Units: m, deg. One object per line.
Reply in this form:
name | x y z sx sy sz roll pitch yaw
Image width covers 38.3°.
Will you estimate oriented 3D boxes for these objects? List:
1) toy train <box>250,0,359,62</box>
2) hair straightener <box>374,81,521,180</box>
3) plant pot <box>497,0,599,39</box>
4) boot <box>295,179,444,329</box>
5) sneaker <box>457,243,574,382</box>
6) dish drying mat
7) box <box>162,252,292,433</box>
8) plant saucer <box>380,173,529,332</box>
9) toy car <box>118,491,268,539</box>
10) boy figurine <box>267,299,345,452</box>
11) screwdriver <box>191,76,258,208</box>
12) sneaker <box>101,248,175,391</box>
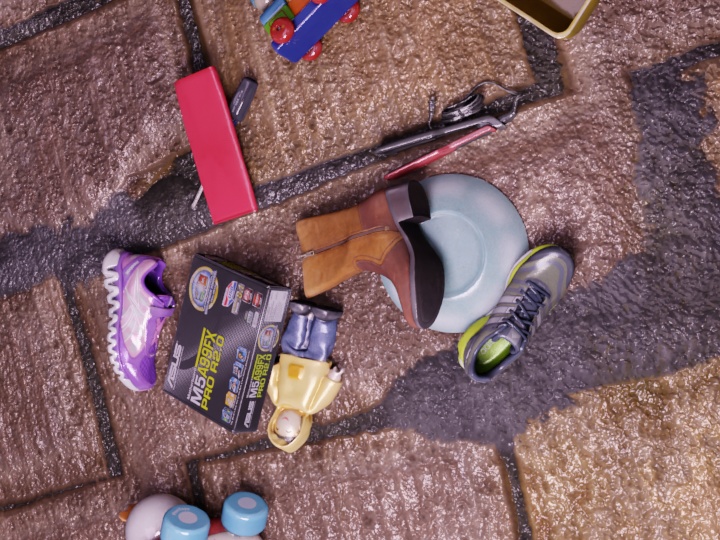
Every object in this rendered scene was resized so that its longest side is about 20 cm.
toy train | -0.051 -0.375 1.329 0.200 0.085 0.116 -42 65 17
hair straightener | 0.106 -0.184 1.291 0.199 0.041 0.077 -24 84 20
plant pot | 0.217 -0.381 1.168 0.200 0.176 0.200 37 104 15
boot | 0.000 0.000 1.295 0.199 0.068 0.189 -19 78 35
sneaker | 0.190 0.058 1.239 0.074 0.081 0.200 30 107 -8
dish drying mat | -0.195 -0.168 1.399 0.076 0.018 0.201 -15 94 28
box | -0.180 0.095 1.382 0.160 0.044 0.201 22 101 40
plant saucer | 0.109 -0.021 1.298 0.200 0.039 0.202 1 93 22
toy car | -0.242 0.362 1.410 0.200 0.176 0.185 35 120 44
boy figurine | -0.084 0.139 1.366 0.124 0.064 0.201 16 95 17
screwdriver | -0.185 -0.170 1.417 0.029 0.028 0.201 20 107 -10
sneaker | -0.300 0.066 1.441 0.088 0.080 0.201 -6 89 13
